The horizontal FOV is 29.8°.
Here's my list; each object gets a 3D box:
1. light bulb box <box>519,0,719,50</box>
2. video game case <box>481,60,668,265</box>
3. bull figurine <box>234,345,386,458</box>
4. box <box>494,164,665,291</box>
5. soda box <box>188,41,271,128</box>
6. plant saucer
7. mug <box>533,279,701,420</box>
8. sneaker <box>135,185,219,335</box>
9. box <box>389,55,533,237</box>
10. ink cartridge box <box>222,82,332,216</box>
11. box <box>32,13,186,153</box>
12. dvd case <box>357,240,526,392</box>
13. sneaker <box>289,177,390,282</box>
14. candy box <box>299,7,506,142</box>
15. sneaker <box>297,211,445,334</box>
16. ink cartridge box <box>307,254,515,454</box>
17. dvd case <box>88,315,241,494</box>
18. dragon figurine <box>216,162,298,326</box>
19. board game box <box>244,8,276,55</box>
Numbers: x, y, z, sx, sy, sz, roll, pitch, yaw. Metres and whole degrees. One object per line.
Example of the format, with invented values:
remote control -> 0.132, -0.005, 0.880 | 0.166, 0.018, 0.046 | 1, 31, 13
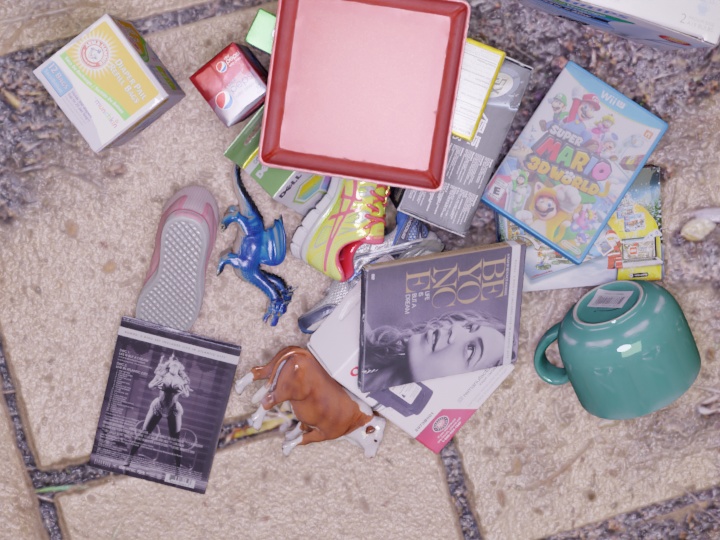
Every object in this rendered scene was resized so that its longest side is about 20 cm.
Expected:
light bulb box -> 0.300, -0.334, 1.511 | 0.197, 0.200, 0.126 | 17, 97, -4
video game case -> 0.252, -0.128, 1.596 | 0.143, 0.018, 0.201 | 33, 82, 5
bull figurine -> -0.056, 0.165, 1.614 | 0.121, 0.065, 0.200 | -31, 125, 10
box -> 0.263, -0.051, 1.632 | 0.198, 0.038, 0.138 | -5, 98, -2
soda box -> -0.137, -0.208, 1.511 | 0.063, 0.200, 0.070 | -37, 97, 4
plant saucer -> 0.004, -0.196, 1.419 | 0.198, 0.037, 0.201 | 9, 99, 3
mug -> 0.294, 0.089, 1.586 | 0.184, 0.152, 0.115 | -25, 115, 5
sneaker -> -0.213, -0.013, 1.608 | 0.075, 0.105, 0.201 | 15, 127, -7
box -> 0.111, -0.154, 1.548 | 0.086, 0.164, 0.201 | 21, 96, -5
ink cartridge box -> -0.066, -0.127, 1.526 | 0.059, 0.200, 0.104 | 44, 95, 20
box -> -0.274, -0.208, 1.505 | 0.101, 0.200, 0.113 | -37, 98, 3
dvd case -> 0.091, 0.051, 1.501 | 0.198, 0.016, 0.150 | -9, 116, -24
sneaker -> 0.005, -0.073, 1.550 | 0.090, 0.078, 0.201 | 42, 115, 23
candy box -> 0.045, -0.220, 1.445 | 0.199, 0.026, 0.103 | 22, 98, -1
sneaker -> 0.000, 0.000, 1.619 | 0.199, 0.077, 0.085 | -36, 88, -4
ink cartridge box -> 0.060, 0.099, 1.582 | 0.145, 0.084, 0.200 | -48, 125, 4
dvd case -> -0.237, 0.164, 1.636 | 0.147, 0.016, 0.201 | 14, 109, -4
dragon figurine -> -0.117, -0.037, 1.608 | 0.098, 0.059, 0.202 | 6, 98, -3
board game box -> -0.032, -0.231, 1.537 | 0.199, 0.153, 0.041 | 26, 96, -7
